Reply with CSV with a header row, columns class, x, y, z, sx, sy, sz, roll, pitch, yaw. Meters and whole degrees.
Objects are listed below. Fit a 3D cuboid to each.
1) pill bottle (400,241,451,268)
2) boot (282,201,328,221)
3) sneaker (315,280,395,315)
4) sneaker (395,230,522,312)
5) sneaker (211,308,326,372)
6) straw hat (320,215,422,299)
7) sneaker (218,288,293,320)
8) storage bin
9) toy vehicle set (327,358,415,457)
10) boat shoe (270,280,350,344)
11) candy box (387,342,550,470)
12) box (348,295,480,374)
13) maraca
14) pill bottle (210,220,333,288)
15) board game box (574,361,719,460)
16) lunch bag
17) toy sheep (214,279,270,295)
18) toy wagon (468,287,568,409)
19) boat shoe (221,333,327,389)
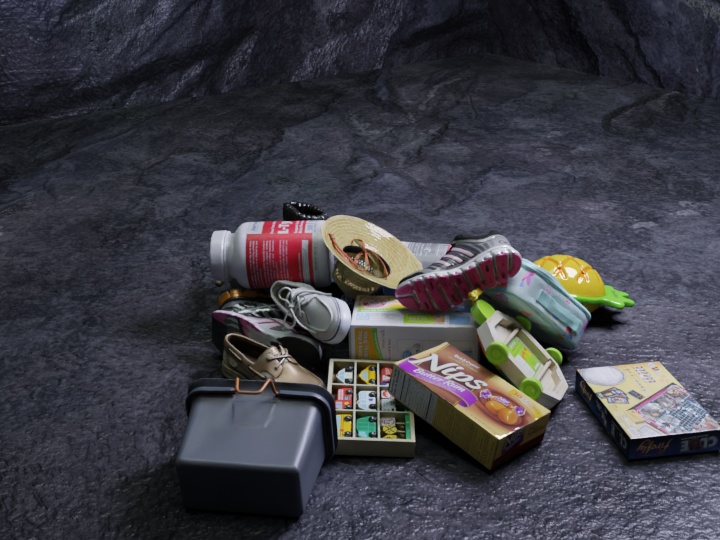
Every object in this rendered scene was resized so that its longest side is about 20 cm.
class,x,y,z,sx,sy,sz,roll,pitch,yaw
pill bottle,0.081,0.006,1.773,0.198,0.115,0.114,3,22,12
boot,-0.149,-0.056,1.872,0.209,0.160,0.079,11,25,27
sneaker,0.000,0.053,1.694,0.198,0.080,0.089,0,3,23
sneaker,0.145,-0.003,1.507,0.198,0.074,0.088,-23,35,12
sneaker,-0.145,0.111,1.595,0.198,0.081,0.086,20,21,13
straw hat,0.000,0.000,1.616,0.200,0.085,0.202,25,26,-13
sneaker,-0.142,0.083,1.667,0.197,0.079,0.078,1,47,-4
storage bin,-0.137,0.222,1.243,0.197,0.147,0.135,2,32,7
toy vehicle set,0.013,0.192,1.409,0.123,0.027,0.201,2,27,-1
boat shoe,-0.091,0.055,1.543,0.085,0.075,0.202,16,10,-31
candy box,0.148,0.182,1.369,0.116,0.057,0.199,-16,39,-40
box,0.084,0.108,1.539,0.197,0.102,0.113,1,23,4
maraca,0.371,0.033,1.711,0.198,0.108,0.137,11,19,0
pill bottle,-0.147,-0.026,1.666,0.197,0.114,0.112,-1,22,3
board game box,0.403,0.195,1.403,0.134,0.035,0.200,-4,22,-8
lunch bag,0.268,0.047,1.573,0.199,0.078,0.160,36,-15,-35
toy sheep,-0.177,0.001,1.783,0.198,0.139,0.138,16,27,31
toy wagon,0.224,0.111,1.455,0.200,0.040,0.155,47,25,7
boat shoe,-0.135,0.149,1.495,0.198,0.065,0.071,16,27,31
